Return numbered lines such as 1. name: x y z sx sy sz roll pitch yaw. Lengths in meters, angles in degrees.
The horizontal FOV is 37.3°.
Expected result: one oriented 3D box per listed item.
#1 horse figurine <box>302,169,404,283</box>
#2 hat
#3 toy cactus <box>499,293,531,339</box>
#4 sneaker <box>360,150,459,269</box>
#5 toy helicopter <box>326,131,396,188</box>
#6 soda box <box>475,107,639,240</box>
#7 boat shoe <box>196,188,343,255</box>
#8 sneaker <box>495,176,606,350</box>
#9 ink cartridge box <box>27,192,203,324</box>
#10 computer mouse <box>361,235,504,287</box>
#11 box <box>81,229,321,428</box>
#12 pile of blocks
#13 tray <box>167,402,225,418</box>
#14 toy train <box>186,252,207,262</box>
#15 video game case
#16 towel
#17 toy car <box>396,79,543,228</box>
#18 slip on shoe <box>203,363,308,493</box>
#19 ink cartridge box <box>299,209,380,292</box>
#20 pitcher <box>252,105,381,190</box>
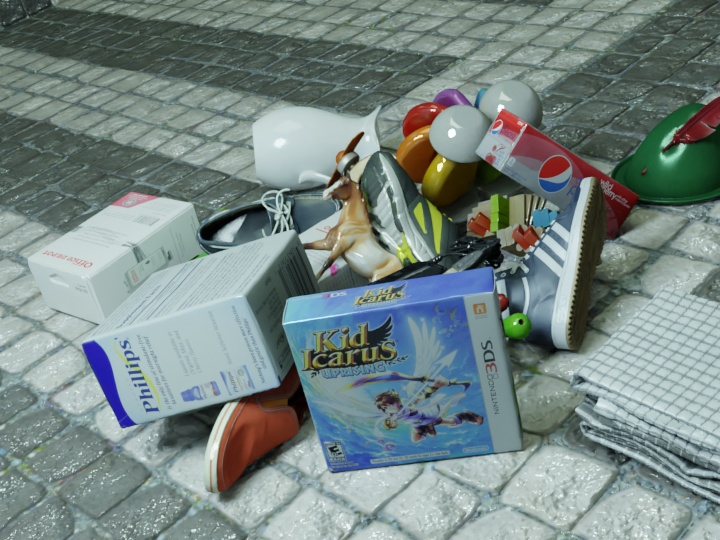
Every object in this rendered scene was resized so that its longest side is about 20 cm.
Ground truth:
1. horse figurine: 0.000 0.000 1.237 0.132 0.200 0.050 -40 -5 -24
2. hat: 0.404 -0.198 1.336 0.196 0.179 0.166 1 33 26
3. toy cactus: 0.078 0.071 1.133 0.198 0.103 0.165 -30 14 9
4. sneaker: 0.068 -0.052 1.281 0.084 0.203 0.074 -19 -8 -35
5. toy helicopter: -0.023 -0.098 1.436 0.197 0.134 0.079 -24 -4 20
6. soda box: 0.235 -0.113 1.266 0.064 0.198 0.070 -58 31 10
7. boat shoe: -0.117 -0.063 1.387 0.196 0.076 0.062 -9 -12 2
8. sneaker: 0.203 -0.013 1.173 0.107 0.070 0.203 1 63 33
9. ink cartridge box: -0.334 -0.021 1.477 0.145 0.084 0.200 12 39 39
10. computer mouse: 0.066 0.021 1.148 0.197 0.047 0.140 -26 9 -15
11. box: -0.161 0.060 1.140 0.197 0.107 0.184 -16 17 20
12. pile of blocks: 0.196 -0.053 1.269 0.062 0.084 0.198 18 3 -44
13. tray: -0.188 0.108 1.257 0.105 0.022 0.201 -17 30 -1
14. toy train: -0.200 -0.010 1.445 0.199 0.042 0.056 -37 26 -33
15. video game case: 0.043 0.098 1.004 0.196 0.184 0.046 -9 30 11
16. towel: 0.309 0.114 0.959 0.165 0.087 0.198 -36 38 -30
17. toy car: 0.131 -0.168 1.384 0.198 0.177 0.150 -30 58 -29
18. slip on shoe: -0.095 0.152 1.096 0.060 0.075 0.200 17 40 25
19. ink cartridge box: -0.047 0.005 1.317 0.199 0.069 0.114 -34 36 -28
20. pitcher: -0.059 -0.167 1.581 0.196 0.123 0.173 -5 45 -4
